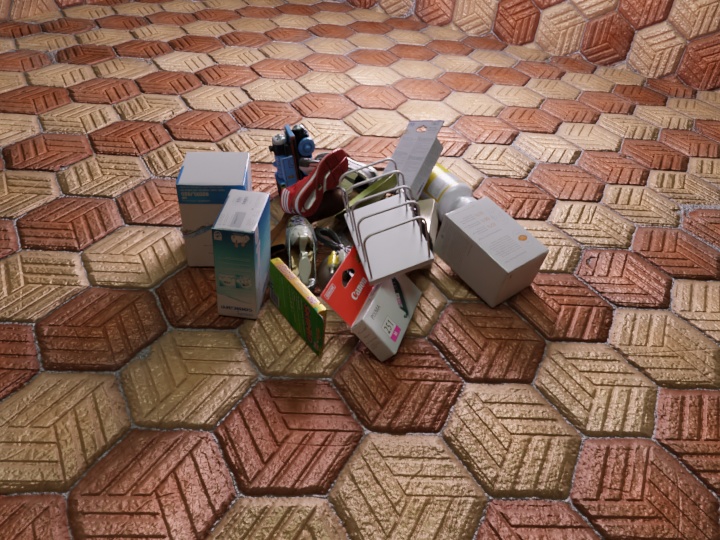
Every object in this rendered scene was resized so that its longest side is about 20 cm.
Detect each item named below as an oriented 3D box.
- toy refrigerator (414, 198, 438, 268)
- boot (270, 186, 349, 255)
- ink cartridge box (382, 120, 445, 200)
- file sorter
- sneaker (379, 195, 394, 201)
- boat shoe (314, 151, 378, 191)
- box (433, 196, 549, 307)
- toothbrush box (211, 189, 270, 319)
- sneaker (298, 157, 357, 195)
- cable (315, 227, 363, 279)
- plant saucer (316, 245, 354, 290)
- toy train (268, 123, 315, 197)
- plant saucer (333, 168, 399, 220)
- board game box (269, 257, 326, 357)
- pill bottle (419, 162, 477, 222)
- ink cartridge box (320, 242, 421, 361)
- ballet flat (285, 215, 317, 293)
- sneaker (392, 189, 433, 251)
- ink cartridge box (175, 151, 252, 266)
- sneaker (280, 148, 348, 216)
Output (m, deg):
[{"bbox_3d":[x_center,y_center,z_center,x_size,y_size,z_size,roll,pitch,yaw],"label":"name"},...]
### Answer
[{"bbox_3d":[0.136,-0.085,1.389,0.073,0.072,0.203,-5,35,16],"label":"toy refrigerator"},{"bbox_3d":[-0.134,-0.113,1.347,0.183,0.070,0.201,-6,28,30],"label":"boot"},{"bbox_3d":[0.136,-0.287,1.523,0.043,0.204,0.196,29,1,-26],"label":"ink cartridge box"},{"bbox_3d":[0.045,-0.105,1.163,0.134,0.127,0.203,-18,48,-3],"label":"file sorter"},{"bbox_3d":[0.066,-0.144,1.447,0.074,0.091,0.202,12,37,8],"label":"sneaker"},{"bbox_3d":[-0.048,-0.269,1.610,0.195,0.074,0.061,19,37,16],"label":"boat shoe"},{"bbox_3d":[0.286,-0.045,1.309,0.149,0.108,0.201,-22,55,-33],"label":"box"},{"bbox_3d":[-0.230,-0.032,1.164,0.082,0.205,0.148,5,37,1],"label":"toothbrush box"},{"bbox_3d":[-0.084,-0.206,1.461,0.074,0.119,0.198,18,7,37],"label":"sneaker"},{"bbox_3d":[-0.041,-0.049,1.279,0.094,0.052,0.202,-7,39,-14],"label":"cable"},{"bbox_3d":[0.000,0.000,1.294,0.193,0.038,0.203,3,37,-2],"label":"plant saucer"},{"bbox_3d":[-0.166,-0.266,1.489,0.111,0.205,0.087,-18,41,-13],"label":"toy train"},{"bbox_3d":[0.021,-0.180,1.451,0.197,0.032,0.200,-35,10,6],"label":"plant saucer"},{"bbox_3d":[-0.119,0.069,1.134,0.029,0.098,0.200,-17,42,-29],"label":"board game box"},{"bbox_3d":[0.219,-0.188,1.508,0.109,0.115,0.201,-15,42,-26],"label":"pill bottle"},{"bbox_3d":[0.027,0.047,1.153,0.174,0.043,0.201,47,38,-11],"label":"ink cartridge box"},{"bbox_3d":[-0.120,-0.036,1.230,0.069,0.073,0.207,-1,65,-9],"label":"ballet flat"},{"bbox_3d":[0.085,-0.080,1.295,0.114,0.075,0.203,-35,41,19],"label":"sneaker"},{"bbox_3d":[-0.309,-0.132,1.284,0.139,0.205,0.149,-1,36,-5],"label":"ink cartridge box"},{"bbox_3d":[-0.117,-0.209,1.358,0.113,0.080,0.201,7,47,42],"label":"sneaker"}]
